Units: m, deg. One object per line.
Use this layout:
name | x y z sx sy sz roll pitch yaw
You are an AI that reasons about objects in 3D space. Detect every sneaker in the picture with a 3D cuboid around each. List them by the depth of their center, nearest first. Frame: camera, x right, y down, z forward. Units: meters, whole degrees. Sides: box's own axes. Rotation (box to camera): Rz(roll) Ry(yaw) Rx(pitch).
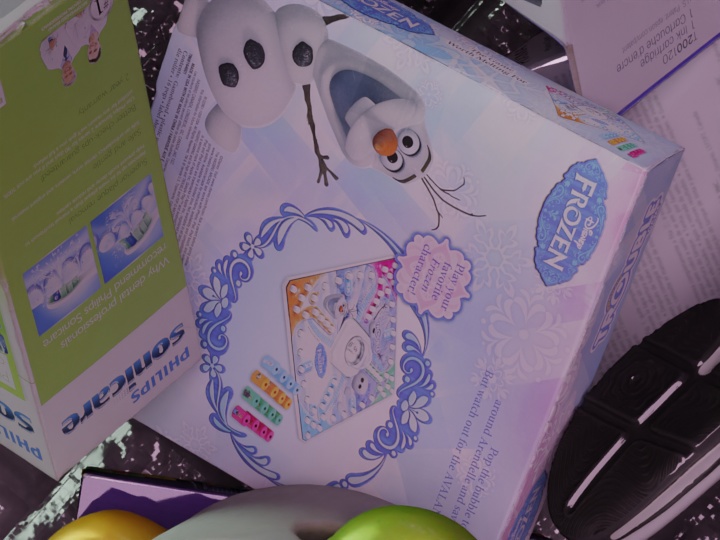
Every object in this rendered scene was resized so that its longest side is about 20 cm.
sneaker | 0.167 0.057 1.060 0.200 0.076 0.115 -44 122 -12

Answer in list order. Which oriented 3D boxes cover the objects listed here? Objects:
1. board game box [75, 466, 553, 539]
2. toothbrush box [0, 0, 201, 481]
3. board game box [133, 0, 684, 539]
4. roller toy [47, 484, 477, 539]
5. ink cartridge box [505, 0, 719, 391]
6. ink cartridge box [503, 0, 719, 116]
board game box | -0.029 0.177 1.136 0.199 0.057 0.166 8 89 -4
toothbrush box | -0.150 -0.043 1.028 0.145 0.200 0.086 29 56 32
board game box | 0.000 0.000 1.074 0.199 0.043 0.201 30 116 20
roller toy | -0.029 0.176 1.029 0.199 0.140 0.183 -6 96 16
ink cartridge box | 0.081 -0.011 1.142 0.199 0.047 0.161 -22 108 10
ink cartridge box | 0.125 -0.180 1.037 0.198 0.043 0.200 -37 136 -26
